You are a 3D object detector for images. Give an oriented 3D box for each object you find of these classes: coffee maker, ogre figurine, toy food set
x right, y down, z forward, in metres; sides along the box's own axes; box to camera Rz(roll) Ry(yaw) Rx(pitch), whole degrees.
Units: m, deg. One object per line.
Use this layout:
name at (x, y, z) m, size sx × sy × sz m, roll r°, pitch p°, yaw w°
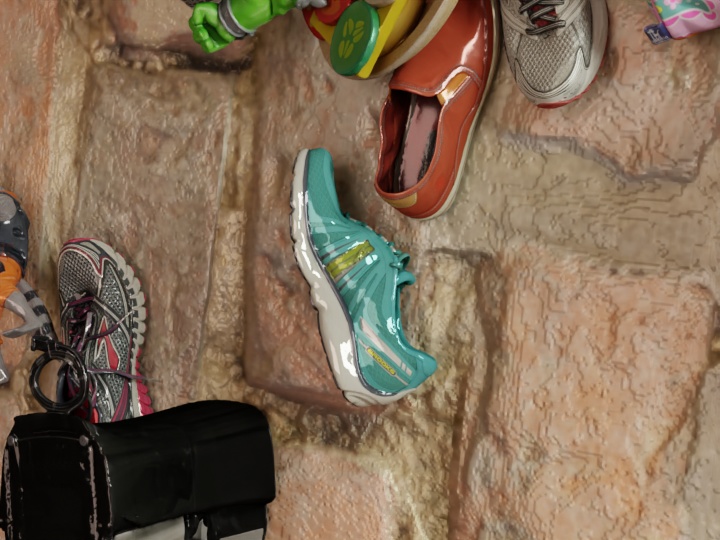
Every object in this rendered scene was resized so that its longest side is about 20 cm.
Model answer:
coffee maker at (-0.159, 0.151, 0.962) m, size 0.134 × 0.199 × 0.194 m, roll 22°, pitch 103°, yaw 28°
ogre figurine at (-0.078, -0.259, 0.905) m, size 0.119 × 0.098 × 0.203 m, roll 8°, pitch 94°, yaw 25°
toy food set at (0.020, -0.234, 0.905) m, size 0.201 × 0.048 × 0.198 m, roll -61°, pitch 36°, yaw 19°

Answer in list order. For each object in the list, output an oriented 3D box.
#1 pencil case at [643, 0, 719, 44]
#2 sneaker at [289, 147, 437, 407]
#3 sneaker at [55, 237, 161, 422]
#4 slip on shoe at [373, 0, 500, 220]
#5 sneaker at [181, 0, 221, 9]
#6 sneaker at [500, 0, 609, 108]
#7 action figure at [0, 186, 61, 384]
pencil case at (0.259, -0.214, 0.772) m, size 0.198 × 0.087 × 0.089 m, roll -20°, pitch 78°, yaw 30°
sneaker at (0.000, 0.000, 0.953) m, size 0.079 × 0.077 × 0.202 m, roll -20°, pitch 82°, yaw 11°
sneaker at (-0.226, 0.069, 1.082) m, size 0.080 × 0.074 × 0.203 m, roll -18°, pitch 79°, yaw 31°
slip on shoe at (0.053, -0.137, 0.916) m, size 0.073 × 0.061 × 0.203 m, roll 15°, pitch 96°, yaw 33°
sneaker at (-0.071, -0.283, 0.988) m, size 0.076 × 0.080 × 0.201 m, roll 45°, pitch 110°, yaw 26°
sneaker at (0.116, -0.210, 0.863) m, size 0.077 × 0.082 × 0.203 m, roll -9°, pitch 85°, yaw 31°
action figure at (-0.334, 0.010, 1.152) m, size 0.200 × 0.103 × 0.195 m, roll 120°, pitch 140°, yaw -55°
